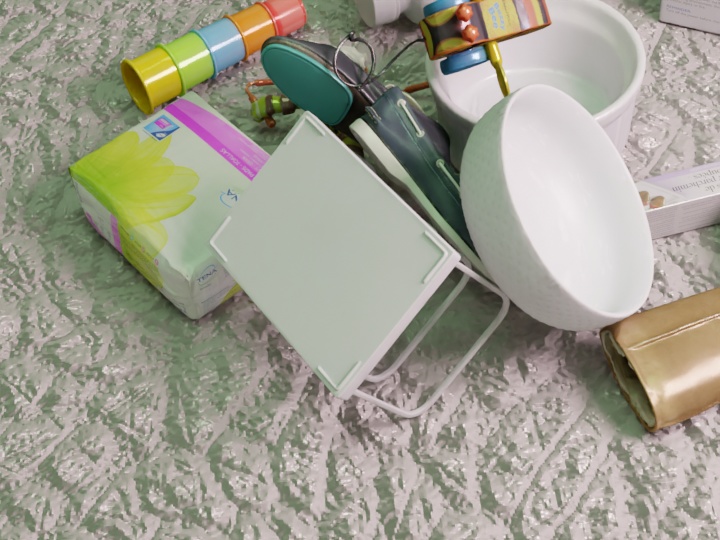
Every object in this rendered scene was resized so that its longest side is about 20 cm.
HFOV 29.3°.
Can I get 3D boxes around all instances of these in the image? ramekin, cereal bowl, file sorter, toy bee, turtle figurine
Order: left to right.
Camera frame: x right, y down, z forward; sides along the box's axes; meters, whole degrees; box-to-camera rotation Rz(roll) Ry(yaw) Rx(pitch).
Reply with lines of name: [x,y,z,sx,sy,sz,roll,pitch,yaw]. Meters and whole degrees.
turtle figurine: [-0.016,-0.147,1.302,0.196,0.065,0.163,0,51,2]
file sorter: [0.000,0.000,1.110,0.139,0.124,0.200,-50,54,8]
toy bee: [0.093,-0.200,1.175,0.200,0.132,0.108,-42,13,-19]
ramekin: [0.160,-0.161,1.272,0.197,0.099,0.202,-4,48,4]
cereal bowl: [0.145,-0.042,1.099,0.083,0.200,0.202,-26,37,36]

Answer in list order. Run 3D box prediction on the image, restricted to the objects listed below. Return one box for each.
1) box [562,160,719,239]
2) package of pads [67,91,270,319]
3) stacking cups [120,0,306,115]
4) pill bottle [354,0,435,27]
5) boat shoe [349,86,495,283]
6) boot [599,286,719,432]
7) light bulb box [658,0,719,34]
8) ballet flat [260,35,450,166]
box: [0.264,-0.056,1.208,0.197,0.042,0.039,-14,49,-5]
package of pads: [-0.154,-0.062,1.242,0.154,0.069,0.199,-35,54,-23]
stacking cups: [-0.144,-0.229,1.392,0.199,0.061,0.060,-32,53,-20]
pill bottle: [0.090,-0.318,1.409,0.197,0.112,0.112,-20,49,-11]
boat shoe: [0.076,-0.068,1.167,0.062,0.075,0.200,-43,87,0]
boot: [0.286,0.023,1.120,0.197,0.067,0.176,-19,49,-9]
light bulb box: [0.387,-0.371,1.361,0.123,0.202,0.199,16,52,19]
ballet flat: [0.001,-0.152,1.231,0.199,0.073,0.073,36,55,-4]
